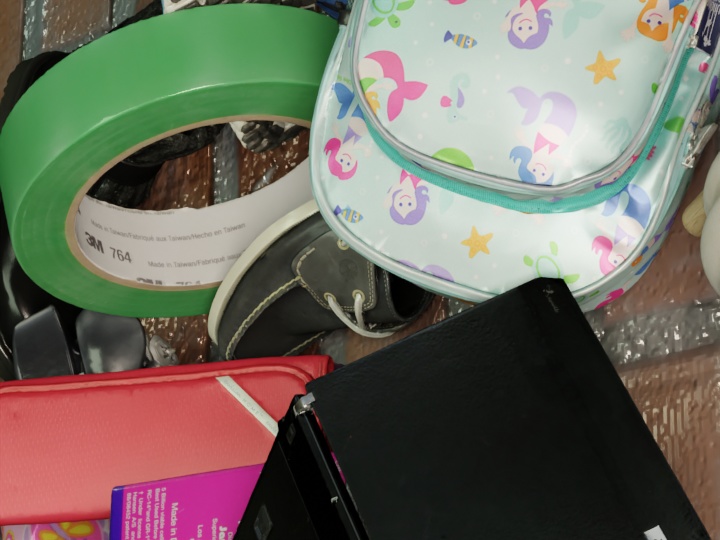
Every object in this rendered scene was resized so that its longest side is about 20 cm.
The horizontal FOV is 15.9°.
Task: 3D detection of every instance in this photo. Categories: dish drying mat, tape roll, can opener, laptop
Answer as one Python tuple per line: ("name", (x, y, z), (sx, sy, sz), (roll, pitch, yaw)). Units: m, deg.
("dish drying mat", (-0.110, 0.085, 1.280), (0.199, 0.018, 0.077), (-6, 70, 16))
("tape roll", (-0.075, -0.049, 1.251), (0.200, 0.200, 0.048), (-37, 54, 33))
("can opener", (-0.115, 0.101, 1.322), (0.078, 0.063, 0.201), (-28, 65, 8))
("laptop", (0.034, 0.130, 1.048), (0.200, 0.103, 0.178), (-67, 33, 34))

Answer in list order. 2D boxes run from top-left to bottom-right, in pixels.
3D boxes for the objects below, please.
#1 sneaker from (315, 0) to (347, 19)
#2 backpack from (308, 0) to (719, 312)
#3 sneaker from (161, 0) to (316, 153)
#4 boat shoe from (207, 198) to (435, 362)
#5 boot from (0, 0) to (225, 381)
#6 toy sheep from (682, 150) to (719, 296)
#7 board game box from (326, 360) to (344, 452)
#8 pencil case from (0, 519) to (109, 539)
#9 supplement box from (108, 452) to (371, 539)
("sneaker", (0.042, -0.147, 1.250), (0.200, 0.078, 0.066), (4, 80, 46))
("backpack", (0.069, -0.081, 1.121), (0.177, 0.151, 0.201), (19, 93, 10))
("sneaker", (-0.069, -0.133, 1.271), (0.078, 0.200, 0.090), (-30, 67, -5))
("boat shoe", (0.000, 0.000, 1.253), (0.200, 0.072, 0.068), (-36, 54, 31))
("boot", (-0.136, -0.044, 1.404), (0.157, 0.079, 0.212), (-14, 68, 44))
("toy sheep", (0.195, -0.012, 1.011), (0.138, 0.138, 0.201), (-38, 49, 33))
("board game box", (-0.041, 0.157, 1.282), (0.120, 0.032, 0.201), (-22, 62, 36))
("pencil case", (-0.143, 0.170, 1.349), (0.087, 0.087, 0.201), (-35, 55, 35))
("supplement box", (-0.008, 0.143, 1.170), (0.199, 0.101, 0.104), (-10, 69, 31))
